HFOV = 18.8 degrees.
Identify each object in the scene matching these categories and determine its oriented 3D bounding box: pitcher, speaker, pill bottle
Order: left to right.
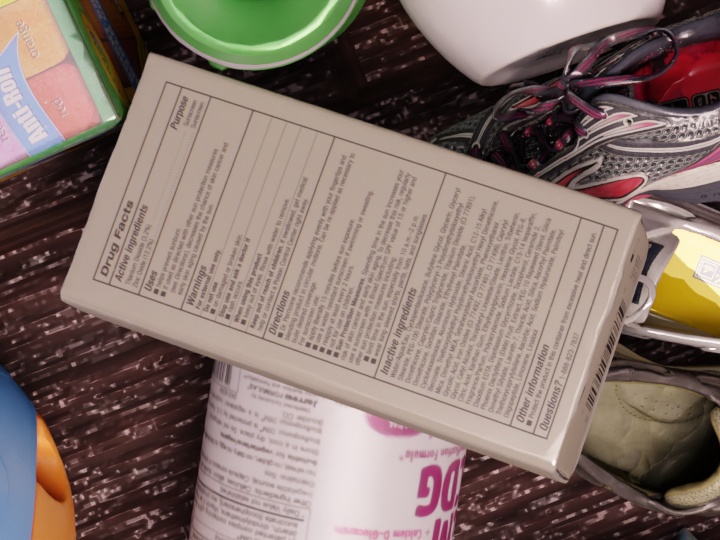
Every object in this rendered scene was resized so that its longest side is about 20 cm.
[{"bbox_3d":[-0.037,-0.124,0.861,0.088,0.200,0.089,0,97,1],"label":"speaker"},{"bbox_3d":[-0.016,0.107,0.934,0.113,0.113,0.201,9,98,0],"label":"pill bottle"},{"bbox_3d":[0.077,-0.191,0.903,0.171,0.121,0.201,-17,85,-12],"label":"pitcher"}]

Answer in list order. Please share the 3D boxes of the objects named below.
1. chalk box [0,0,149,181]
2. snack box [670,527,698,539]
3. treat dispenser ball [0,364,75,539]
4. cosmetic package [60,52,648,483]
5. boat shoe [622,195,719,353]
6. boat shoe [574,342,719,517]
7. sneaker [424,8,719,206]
[{"bbox_3d":[-0.165,-0.093,0.867,0.123,0.200,0.125,-24,96,4],"label":"chalk box"},{"bbox_3d":[0.117,0.228,0.985,0.200,0.037,0.116,-45,94,6],"label":"snack box"},{"bbox_3d":[-0.217,0.112,0.893,0.200,0.201,0.202,0,97,1],"label":"treat dispenser ball"},{"bbox_3d":[0.000,0.000,0.831,0.199,0.073,0.104,20,85,13],"label":"cosmetic package"},{"bbox_3d":[0.114,-0.002,0.931,0.201,0.086,0.075,20,97,-2],"label":"boat shoe"},{"bbox_3d":[0.137,0.074,0.918,0.200,0.066,0.072,21,105,-28],"label":"boat shoe"},{"bbox_3d":[0.089,-0.057,0.876,0.199,0.075,0.081,-22,60,15],"label":"sneaker"}]
